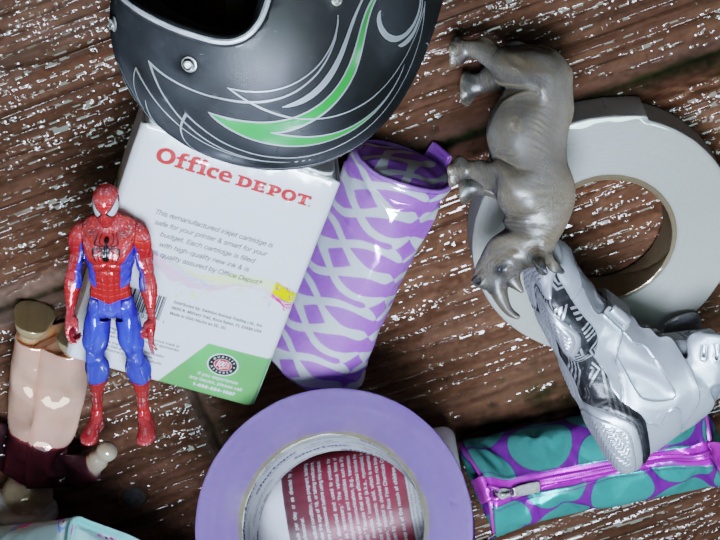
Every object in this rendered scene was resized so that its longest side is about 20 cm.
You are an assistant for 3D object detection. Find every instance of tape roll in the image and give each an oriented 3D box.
[{"bbox_3d":[-0.016,0.191,1.342,0.200,0.085,0.200,-1,77,4],"label":"tape roll"},{"bbox_3d":[0.180,-0.032,1.376,0.203,0.037,0.203,-2,120,-3],"label":"tape roll"}]

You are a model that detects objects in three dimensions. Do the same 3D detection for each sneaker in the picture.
[{"bbox_3d":[0.200,0.044,1.360,0.115,0.075,0.200,-27,108,-3],"label":"sneaker"}]

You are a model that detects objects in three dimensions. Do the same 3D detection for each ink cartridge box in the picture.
[{"bbox_3d":[-0.115,-0.019,1.331,0.145,0.084,0.200,16,117,-12],"label":"ink cartridge box"}]

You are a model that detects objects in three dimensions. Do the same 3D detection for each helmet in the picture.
[{"bbox_3d":[-0.060,-0.159,1.201,0.200,0.200,0.191,38,98,-22],"label":"helmet"}]

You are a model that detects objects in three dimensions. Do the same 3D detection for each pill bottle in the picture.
[{"bbox_3d":[-0.015,0.193,1.442,0.200,0.113,0.113,-10,119,1],"label":"pill bottle"}]

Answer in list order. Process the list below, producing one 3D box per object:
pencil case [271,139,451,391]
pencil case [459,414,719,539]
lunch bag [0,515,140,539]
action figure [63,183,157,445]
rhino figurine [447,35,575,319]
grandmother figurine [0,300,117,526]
[{"bbox_3d":[0.000,0.000,1.356,0.085,0.084,0.200,-5,129,-43],"label":"pencil case"},{"bbox_3d":[0.183,0.152,1.447,0.200,0.092,0.085,-14,98,1],"label":"pencil case"},{"bbox_3d":[-0.206,0.270,1.423,0.170,0.122,0.200,-12,150,41],"label":"lunch bag"},{"bbox_3d":[-0.173,0.032,1.284,0.065,0.052,0.200,2,115,4],"label":"action figure"},{"bbox_3d":[0.108,-0.066,1.291,0.087,0.060,0.200,-1,89,18],"label":"rhino figurine"},{"bbox_3d":[-0.245,0.126,1.422,0.121,0.061,0.200,25,121,13],"label":"grandmother figurine"}]
